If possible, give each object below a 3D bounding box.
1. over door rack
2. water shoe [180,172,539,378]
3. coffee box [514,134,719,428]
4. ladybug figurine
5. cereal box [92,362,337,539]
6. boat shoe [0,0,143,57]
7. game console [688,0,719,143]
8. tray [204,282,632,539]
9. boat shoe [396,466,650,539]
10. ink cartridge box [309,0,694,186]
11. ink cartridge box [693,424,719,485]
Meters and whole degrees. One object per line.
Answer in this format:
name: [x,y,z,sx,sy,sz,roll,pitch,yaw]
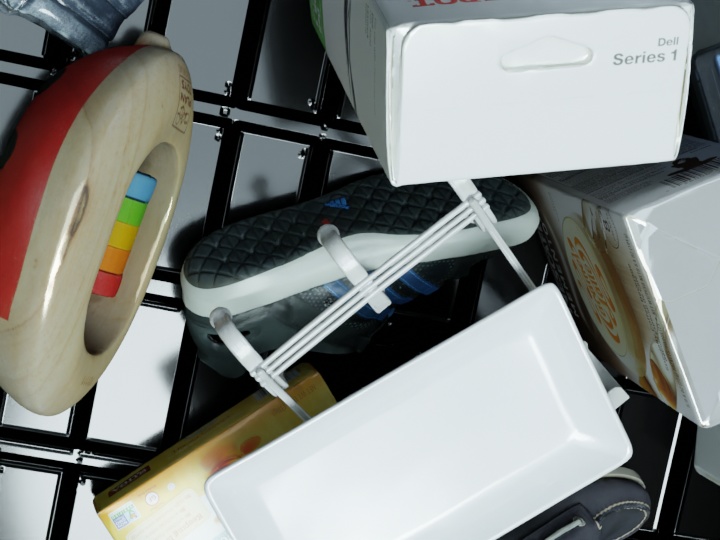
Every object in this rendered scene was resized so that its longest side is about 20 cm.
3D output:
over door rack: [0.029,0.040,0.943,0.148,0.067,0.200,-38,130,2]
water shoe: [0.000,0.000,0.996,0.199,0.072,0.079,-13,128,-11]
coffee box: [0.157,-0.005,0.946,0.079,0.200,0.115,-23,102,-6]
ladybug figurine: [-0.144,-0.028,0.927,0.072,0.136,0.201,20,88,11]
cereal box: [-0.036,0.172,1.016,0.144,0.040,0.201,-33,103,-7]
boat shoe: [-0.187,-0.192,0.915,0.200,0.071,0.091,35,87,-16]
game console: [0.272,-0.078,0.922,0.170,0.118,0.201,-19,97,-9]
tray: [0.029,0.095,0.908,0.199,0.022,0.108,-29,110,-6]
boat shoe: [0.094,0.159,0.989,0.199,0.063,0.073,-9,141,-41]
ink cartridge box: [0.061,-0.125,0.902,0.145,0.200,0.085,-6,121,-10]
ink cartridge box: [0.304,0.057,1.044,0.199,0.084,0.145,3,97,-12]
